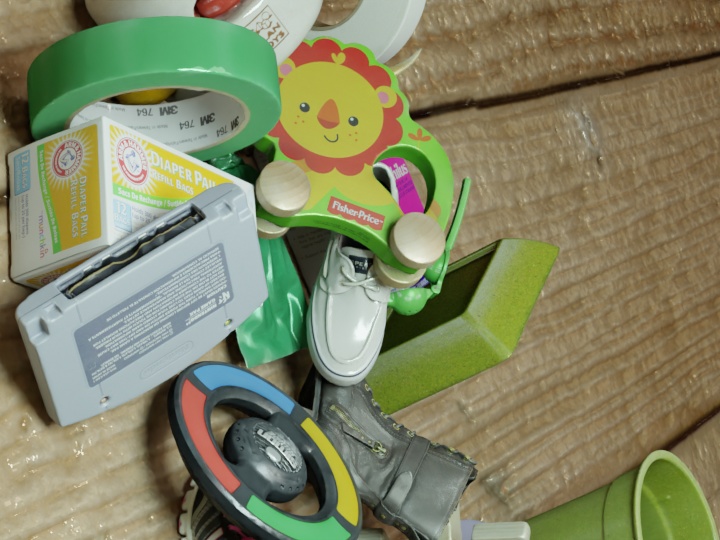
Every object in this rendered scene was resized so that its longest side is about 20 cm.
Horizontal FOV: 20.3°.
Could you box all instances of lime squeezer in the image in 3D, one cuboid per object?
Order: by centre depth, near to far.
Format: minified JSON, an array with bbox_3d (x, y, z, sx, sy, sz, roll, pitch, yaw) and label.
[{"bbox_3d":[0.048,-0.003,1.847,0.200,0.038,0.071,-38,72,-23],"label":"lime squeezer"}]

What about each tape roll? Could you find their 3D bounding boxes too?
[{"bbox_3d":[-0.163,-0.138,1.593,0.200,0.200,0.048,19,60,-55],"label":"tape roll"},{"bbox_3d":[-0.032,-0.281,1.894,0.037,0.202,0.204,-19,91,-61],"label":"tape roll"}]

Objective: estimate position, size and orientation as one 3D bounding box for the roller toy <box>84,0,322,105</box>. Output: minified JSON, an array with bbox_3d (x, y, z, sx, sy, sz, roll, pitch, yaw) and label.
[{"bbox_3d":[-0.130,-0.236,1.720,0.140,0.182,0.201,51,35,-33],"label":"roller toy"}]

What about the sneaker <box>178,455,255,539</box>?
[{"bbox_3d":[-0.095,0.240,1.618,0.074,0.087,0.201,37,44,-45],"label":"sneaker"}]

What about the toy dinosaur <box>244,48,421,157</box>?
[{"bbox_3d":[-0.039,-0.142,1.804,0.058,0.199,0.102,5,74,-77],"label":"toy dinosaur"}]

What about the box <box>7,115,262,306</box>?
[{"bbox_3d":[-0.179,-0.032,1.610,0.200,0.101,0.113,23,56,-53],"label":"box"}]

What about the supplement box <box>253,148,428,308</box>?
[{"bbox_3d":[-0.012,-0.064,1.909,0.101,0.103,0.201,-35,103,-58],"label":"supplement box"}]

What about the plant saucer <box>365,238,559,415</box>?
[{"bbox_3d":[0.076,0.048,1.905,0.048,0.199,0.200,52,34,-15],"label":"plant saucer"}]

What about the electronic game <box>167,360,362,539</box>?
[{"bbox_3d":[-0.077,0.154,1.650,0.200,0.042,0.200,37,25,-20],"label":"electronic game"}]

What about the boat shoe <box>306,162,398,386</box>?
[{"bbox_3d":[0.000,0.000,1.779,0.066,0.072,0.201,112,-7,-69],"label":"boat shoe"}]

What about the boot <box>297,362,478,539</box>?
[{"bbox_3d":[0.025,0.147,1.800,0.173,0.069,0.201,23,54,-2],"label":"boot"}]

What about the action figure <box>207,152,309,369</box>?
[{"bbox_3d":[-0.099,-0.020,1.785,0.118,0.054,0.201,-17,93,-59],"label":"action figure"}]

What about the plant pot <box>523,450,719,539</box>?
[{"bbox_3d":[0.246,0.304,2.054,0.200,0.189,0.201,36,45,-46],"label":"plant pot"}]

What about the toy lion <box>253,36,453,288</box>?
[{"bbox_3d":[-0.010,-0.105,1.743,0.199,0.069,0.193,21,63,-9],"label":"toy lion"}]

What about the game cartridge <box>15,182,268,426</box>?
[{"bbox_3d":[-0.162,0.030,1.530,0.199,0.041,0.134,-32,137,-22],"label":"game cartridge"}]

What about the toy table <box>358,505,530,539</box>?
[{"bbox_3d":[0.074,0.277,1.813,0.201,0.183,0.118,-90,164,-50],"label":"toy table"}]
